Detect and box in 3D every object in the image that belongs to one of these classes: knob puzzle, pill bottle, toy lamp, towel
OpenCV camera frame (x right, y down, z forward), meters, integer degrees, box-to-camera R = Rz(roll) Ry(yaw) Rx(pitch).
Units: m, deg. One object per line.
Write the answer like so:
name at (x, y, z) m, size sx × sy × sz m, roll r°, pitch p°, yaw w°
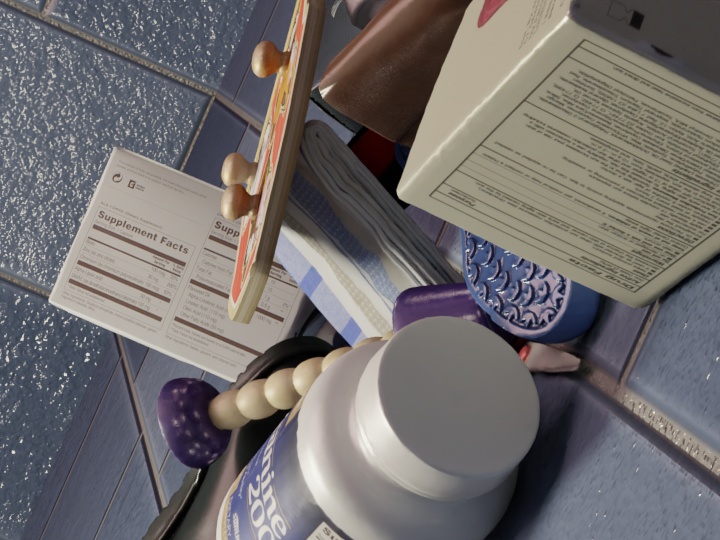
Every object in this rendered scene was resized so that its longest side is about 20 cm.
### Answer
knob puzzle at (-0.055, -0.060, 1.351) m, size 0.220 × 0.030 × 0.220 m, roll -167°, pitch 90°, yaw -83°
pill bottle at (0.010, 0.102, 1.218) m, size 0.200 × 0.111 × 0.111 m, roll 128°, pitch 162°, yaw -55°
toy lamp at (-0.011, 0.052, 1.301) m, size 0.200 × 0.058 × 0.058 m, roll -20°, pitch 37°, yaw 30°
towel at (0.000, 0.000, 1.394) m, size 0.024 × 0.147 × 0.200 m, roll -39°, pitch -4°, yaw -17°

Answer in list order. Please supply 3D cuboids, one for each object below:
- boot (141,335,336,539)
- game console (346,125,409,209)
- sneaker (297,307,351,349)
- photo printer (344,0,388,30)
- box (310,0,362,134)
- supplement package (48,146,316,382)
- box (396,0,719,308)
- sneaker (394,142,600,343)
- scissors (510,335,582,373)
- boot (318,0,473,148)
boot at (-0.039, 0.156, 1.353) m, size 0.200 × 0.076 × 0.168 m, roll -55°, pitch 40°, yaw 9°
game console at (0.046, -0.089, 1.435) m, size 0.177 × 0.031 × 0.200 m, roll -45°, pitch -5°, yaw -18°
sneaker at (-0.004, 0.087, 1.492) m, size 0.082 × 0.070 × 0.200 m, roll -33°, pitch 34°, yaw 42°
photo printer at (0.078, -0.208, 1.340) m, size 0.200 × 0.069 × 0.167 m, roll -14°, pitch 54°, yaw 29°
box at (0.050, -0.194, 1.484) m, size 0.200 × 0.051 × 0.158 m, roll -38°, pitch 32°, yaw 29°
supplement package at (-0.090, 0.011, 1.644) m, size 0.200 × 0.155 × 0.111 m, roll 34°, pitch -101°, yaw -78°
box at (0.117, -0.082, 1.030) m, size 0.109 × 0.128 × 0.200 m, roll -70°, pitch 11°, yaw -24°
sneaker at (0.087, -0.026, 1.258) m, size 0.070 × 0.078 × 0.200 m, roll -56°, pitch 35°, yaw 22°
scissors at (0.083, 0.037, 1.256) m, size 0.073 × 0.014 × 0.200 m, roll -68°, pitch 8°, yaw -19°
boot at (0.024, -0.134, 1.154) m, size 0.200 × 0.186 × 0.064 m, roll -44°, pitch 43°, yaw 39°
